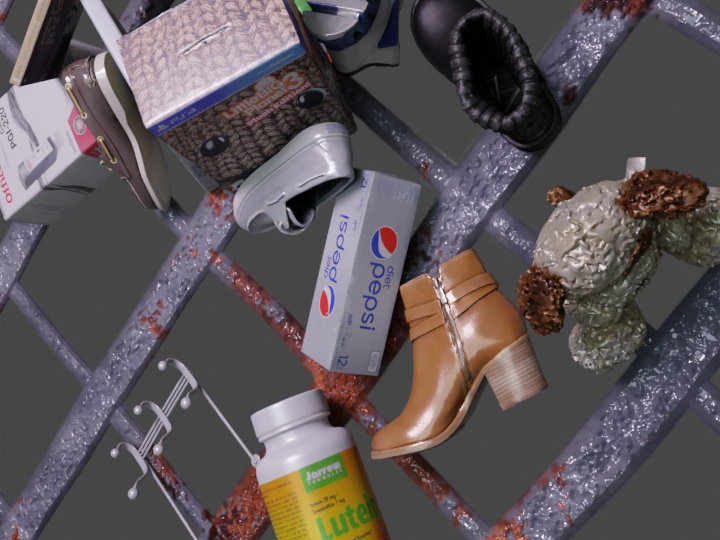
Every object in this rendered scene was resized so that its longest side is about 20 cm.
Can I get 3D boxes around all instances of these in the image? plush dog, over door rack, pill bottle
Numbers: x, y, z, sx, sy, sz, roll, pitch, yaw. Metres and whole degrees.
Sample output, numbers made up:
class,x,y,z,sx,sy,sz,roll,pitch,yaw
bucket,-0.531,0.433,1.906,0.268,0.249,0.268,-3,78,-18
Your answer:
class,x,y,z,sx,sy,sz,roll,pitch,yaw
plush dog,0.205,-0.025,0.662,0.161,0.171,0.201,48,109,19
over door rack,-0.200,0.222,0.919,0.199,0.066,0.149,40,107,21
pill bottle,-0.043,0.232,0.816,0.110,0.111,0.204,-26,78,23

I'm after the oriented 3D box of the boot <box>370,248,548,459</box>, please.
class,x,y,z,sx,sy,sz,roll,pitch,yaw
boot,0.071,0.087,0.786,0.198,0.074,0.157,-30,78,10

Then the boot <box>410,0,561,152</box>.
class,x,y,z,sx,sy,sz,roll,pitch,yaw
boot,0.102,-0.203,0.723,0.080,0.157,0.212,-46,71,18

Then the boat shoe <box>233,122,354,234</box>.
class,x,y,z,sx,sy,sz,roll,pitch,yaw
boat shoe,-0.069,-0.077,0.829,0.199,0.071,0.070,-31,66,41

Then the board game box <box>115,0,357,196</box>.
class,x,y,z,sx,sy,sz,roll,pitch,yaw
board game box,-0.111,-0.179,0.778,0.157,0.200,0.098,-26,72,9

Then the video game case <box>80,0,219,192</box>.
class,x,y,z,sx,sy,sz,roll,pitch,yaw
video game case,-0.234,-0.201,0.881,0.023,0.182,0.202,-31,75,-3

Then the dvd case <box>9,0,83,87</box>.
class,x,y,z,sx,sy,sz,roll,pitch,yaw
dvd case,-0.318,-0.300,0.857,0.016,0.149,0.203,23,103,-12

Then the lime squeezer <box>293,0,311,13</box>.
class,x,y,z,sx,sy,sz,roll,pitch,yaw
lime squeezer,-0.045,-0.288,0.833,0.199,0.071,0.038,-41,91,-22

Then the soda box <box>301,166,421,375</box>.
class,x,y,z,sx,sy,sz,roll,pitch,yaw
soda box,0.000,0.000,0.812,0.068,0.062,0.204,21,100,57

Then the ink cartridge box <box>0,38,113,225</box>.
class,x,y,z,sx,sy,sz,roll,pitch,yaw
ink cartridge box,-0.386,-0.172,1.006,0.198,0.084,0.148,-33,75,24

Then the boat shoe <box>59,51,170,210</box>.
class,x,y,z,sx,sy,sz,roll,pitch,yaw
boat shoe,-0.275,-0.151,0.906,0.058,0.202,0.073,-10,43,7

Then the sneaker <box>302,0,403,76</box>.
class,x,y,z,sx,sy,sz,roll,pitch,yaw
sneaker,0.013,-0.279,0.814,0.079,0.116,0.202,22,70,21
